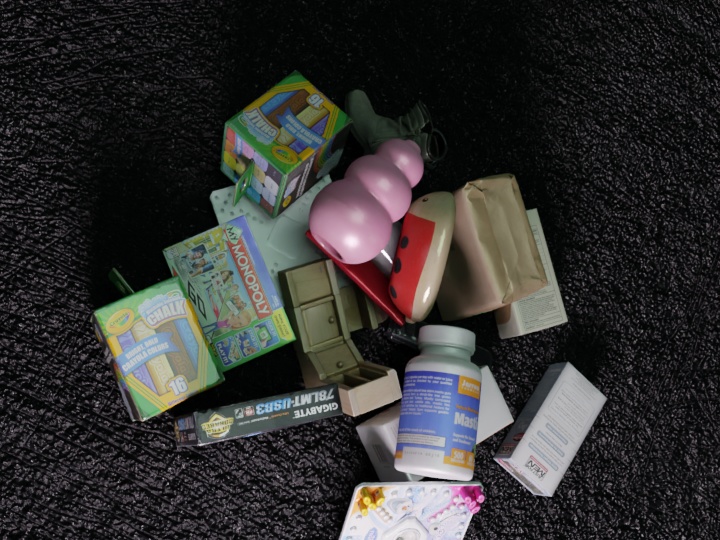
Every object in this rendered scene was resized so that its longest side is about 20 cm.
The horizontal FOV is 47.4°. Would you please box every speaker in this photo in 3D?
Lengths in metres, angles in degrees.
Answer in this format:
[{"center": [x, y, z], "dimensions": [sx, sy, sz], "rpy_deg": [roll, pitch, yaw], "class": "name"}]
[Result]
[{"center": [0.036, -0.048, 1.299], "dimensions": [0.200, 0.081, 0.081], "rpy_deg": [49, 67, -16], "class": "speaker"}]

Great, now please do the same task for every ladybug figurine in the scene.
[{"center": [0.088, -0.021, 1.213], "dimensions": [0.071, 0.136, 0.203], "rpy_deg": [13, 94, -1], "class": "ladybug figurine"}]

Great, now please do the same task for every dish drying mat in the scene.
[{"center": [0.000, 0.000, 1.251], "dimensions": [0.200, 0.018, 0.077], "rpy_deg": [45, 26, -4], "class": "dish drying mat"}]

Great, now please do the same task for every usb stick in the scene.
[{"center": [0.130, 0.122, 1.341], "dimensions": [0.198, 0.033, 0.056], "rpy_deg": [24, 51, -15], "class": "usb stick"}]

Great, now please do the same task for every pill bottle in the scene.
[{"center": [0.112, 0.184, 1.148], "dimensions": [0.111, 0.112, 0.203], "rpy_deg": [13, 74, -18], "class": "pill bottle"}]

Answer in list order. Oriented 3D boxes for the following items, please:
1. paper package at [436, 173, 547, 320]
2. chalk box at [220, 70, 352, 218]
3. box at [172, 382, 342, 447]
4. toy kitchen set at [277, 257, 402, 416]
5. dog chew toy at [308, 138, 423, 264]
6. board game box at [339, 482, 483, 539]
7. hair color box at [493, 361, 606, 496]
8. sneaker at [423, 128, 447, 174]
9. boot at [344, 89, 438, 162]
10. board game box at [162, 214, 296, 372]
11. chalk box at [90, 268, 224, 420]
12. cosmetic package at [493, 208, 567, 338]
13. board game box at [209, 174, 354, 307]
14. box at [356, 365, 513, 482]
[{"center": [0.185, -0.031, 1.304], "dimensions": [0.102, 0.200, 0.193], "rpy_deg": [-15, 84, -23], "class": "paper package"}, {"center": [-0.129, -0.176, 1.228], "dimensions": [0.124, 0.125, 0.200], "rpy_deg": [42, 59, 9], "class": "chalk box"}, {"center": [-0.147, 0.202, 1.132], "dimensions": [0.196, 0.200, 0.050], "rpy_deg": [-9, 80, -23], "class": "box"}, {"center": [0.000, 0.079, 1.209], "dimensions": [0.161, 0.180, 0.203], "rpy_deg": [-17, 98, -24], "class": "toy kitchen set"}, {"center": [0.016, -0.108, 1.186], "dimensions": [0.124, 0.124, 0.201], "rpy_deg": [41, 80, -9], "class": "dog chew toy"}, {"center": [0.067, 0.393, 1.197], "dimensions": [0.197, 0.026, 0.202], "rpy_deg": [5, 118, -20], "class": "board game box"}, {"center": [0.319, 0.264, 1.375], "dimensions": [0.099, 0.061, 0.201], "rpy_deg": [41, 68, -9], "class": "hair color box"}, {"center": [0.071, -0.157, 1.339], "dimensions": [0.070, 0.099, 0.201], "rpy_deg": [37, 72, -13], "class": "sneaker"}, {"center": [0.055, -0.231, 1.309], "dimensions": [0.067, 0.130, 0.202], "rpy_deg": [20, 46, -51], "class": "boot"}, {"center": [-0.194, 0.036, 1.218], "dimensions": [0.133, 0.029, 0.202], "rpy_deg": [-23, 88, -4], "class": "board game box"}, {"center": [-0.291, 0.089, 1.131], "dimensions": [0.123, 0.125, 0.202], "rpy_deg": [-23, 90, -23], "class": "chalk box"}, {"center": [0.270, 0.006, 1.400], "dimensions": [0.104, 0.071, 0.203], "rpy_deg": [-11, 84, -22], "class": "cosmetic package"}, {"center": [-0.115, -0.050, 1.287], "dimensions": [0.198, 0.026, 0.202], "rpy_deg": [-18, 87, -23], "class": "board game box"}, {"center": [0.113, 0.237, 1.265], "dimensions": [0.198, 0.124, 0.098], "rpy_deg": [-26, 88, -23], "class": "box"}]
